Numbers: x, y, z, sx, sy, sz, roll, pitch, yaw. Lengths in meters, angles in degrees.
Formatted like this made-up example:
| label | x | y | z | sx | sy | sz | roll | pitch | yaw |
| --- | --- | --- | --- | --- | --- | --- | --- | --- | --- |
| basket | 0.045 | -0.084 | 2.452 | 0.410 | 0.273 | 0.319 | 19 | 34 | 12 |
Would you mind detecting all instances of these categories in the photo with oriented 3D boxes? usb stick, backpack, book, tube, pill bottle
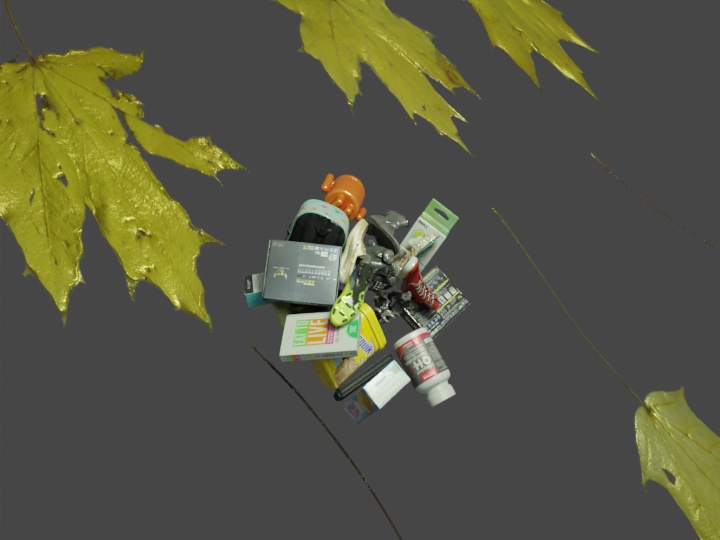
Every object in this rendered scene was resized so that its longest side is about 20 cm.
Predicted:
| label | x | y | z | sx | sy | sz | roll | pitch | yaw |
| --- | --- | --- | --- | --- | --- | --- | --- | --- | --- |
| usb stick | 0.011 | 0.291 | 1.448 | 0.198 | 0.056 | 0.033 | -31 | 77 | -29 |
| backpack | -0.121 | -0.100 | 1.520 | 0.173 | 0.202 | 0.154 | 24 | 40 | -4 |
| book | -0.098 | 0.169 | 1.349 | 0.196 | 0.049 | 0.135 | -6 | 40 | 9 |
| tube | -0.198 | 0.130 | 1.469 | 0.058 | 0.052 | 0.202 | 12 | 47 | -58 |
| pill bottle | 0.182 | 0.273 | 1.482 | 0.109 | 0.111 | 0.202 | -20 | 71 | -26 |

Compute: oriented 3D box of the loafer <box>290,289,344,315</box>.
| label | x | y | z | sx | sy | sz | roll | pitch | yaw |
| --- | --- | --- | --- | --- | --- | --- | --- | --- | --- |
| loafer | -0.120 | 0.100 | 1.489 | 0.072 | 0.073 | 0.198 | 15 | 23 | 40 |

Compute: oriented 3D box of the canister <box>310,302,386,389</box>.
| label | x | y | z | sx | sy | sz | roll | pitch | yaw |
| --- | --- | --- | --- | --- | --- | --- | --- | --- | --- |
| canister | -0.038 | 0.204 | 1.434 | 0.199 | 0.086 | 0.150 | -38 | 117 | -28 |

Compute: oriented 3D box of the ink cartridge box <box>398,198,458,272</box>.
| label | x | y | z | sx | sy | sz | roll | pitch | yaw |
| --- | --- | --- | --- | --- | --- | --- | --- | --- | --- |
| ink cartridge box | 0.203 | -0.106 | 1.633 | 0.103 | 0.201 | 0.059 | 36 | 28 | 4 |

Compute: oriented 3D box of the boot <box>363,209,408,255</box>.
| label | x | y | z | sx | sy | sz | roll | pitch | yaw |
| --- | --- | --- | --- | --- | --- | --- | --- | --- | --- |
| boot | 0.101 | -0.130 | 1.649 | 0.130 | 0.071 | 0.200 | -18 | 45 | -24 |

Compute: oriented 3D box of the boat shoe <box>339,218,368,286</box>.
| label | x | y | z | sx | sy | sz | roll | pitch | yaw |
| --- | --- | --- | --- | --- | --- | --- | --- | --- | --- |
| boat shoe | -0.015 | -0.048 | 1.477 | 0.064 | 0.072 | 0.203 | 22 | 69 | 9 |

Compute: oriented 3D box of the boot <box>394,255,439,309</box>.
| label | x | y | z | sx | sy | sz | roll | pitch | yaw |
| --- | --- | --- | --- | --- | --- | --- | --- | --- | --- |
| boot | 0.173 | 0.042 | 1.493 | 0.144 | 0.200 | 0.073 | 40 | 76 | 13 |

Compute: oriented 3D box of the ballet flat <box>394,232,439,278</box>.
| label | x | y | z | sx | sy | sz | roll | pitch | yaw |
| --- | --- | --- | --- | --- | --- | --- | --- | --- | --- |
| ballet flat | 0.151 | -0.055 | 1.598 | 0.064 | 0.200 | 0.075 | 47 | 27 | 6 |

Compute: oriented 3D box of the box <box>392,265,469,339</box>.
| label | x | y | z | sx | sy | sz | roll | pitch | yaw |
| --- | --- | --- | --- | --- | --- | --- | --- | --- | --- |
| box | 0.217 | 0.103 | 1.619 | 0.199 | 0.049 | 0.162 | -38 | 81 | -30 |

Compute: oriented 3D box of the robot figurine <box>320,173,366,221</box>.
| label | x | y | z | sx | sy | sz | roll | pitch | yaw |
| --- | --- | --- | --- | --- | --- | --- | --- | --- | --- |
| robot figurine | -0.050 | -0.224 | 1.638 | 0.141 | 0.118 | 0.201 | 11 | 33 | 5 |

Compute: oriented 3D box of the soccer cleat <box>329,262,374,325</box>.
| label | x | y | z | sx | sy | sz | roll | pitch | yaw |
| --- | --- | --- | --- | --- | --- | --- | --- | --- | --- |
| soccer cleat | -0.023 | 0.068 | 1.379 | 0.064 | 0.084 | 0.202 | 32 | 59 | -4 |

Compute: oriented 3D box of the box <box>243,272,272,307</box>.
| label | x | y | z | sx | sy | sz | roll | pitch | yaw |
| --- | --- | --- | --- | --- | --- | --- | --- | --- | --- |
| box | -0.219 | 0.041 | 1.459 | 0.196 | 0.050 | 0.083 | -11 | 38 | -8 |

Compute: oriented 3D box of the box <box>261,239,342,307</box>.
| label | x | y | z | sx | sy | sz | roll | pitch | yaw |
| --- | --- | --- | --- | --- | --- | --- | --- | --- | --- |
| box | -0.152 | 0.008 | 1.399 | 0.196 | 0.051 | 0.161 | 6 | 77 | -1 |

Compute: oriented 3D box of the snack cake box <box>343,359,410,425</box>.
| label | x | y | z | sx | sy | sz | roll | pitch | yaw |
| --- | --- | --- | --- | --- | --- | --- | --- | --- | --- |
| snack cake box | 0.039 | 0.317 | 1.358 | 0.114 | 0.201 | 0.067 | -36 | 78 | -30 |

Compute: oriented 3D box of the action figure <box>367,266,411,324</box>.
| label | x | y | z | sx | sy | sz | roll | pitch | yaw |
| --- | --- | --- | --- | --- | --- | --- | --- | --- | --- |
| action figure | 0.077 | 0.089 | 1.485 | 0.101 | 0.202 | 0.120 | 18 | 58 | 29 |

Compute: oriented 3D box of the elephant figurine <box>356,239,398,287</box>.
| label | x | y | z | sx | sy | sz | roll | pitch | yaw |
| --- | --- | --- | --- | --- | --- | --- | --- | --- | --- |
| elephant figurine | 0.000 | 0.000 | 1.546 | 0.197 | 0.154 | 0.145 | -15 | 99 | -27 |
